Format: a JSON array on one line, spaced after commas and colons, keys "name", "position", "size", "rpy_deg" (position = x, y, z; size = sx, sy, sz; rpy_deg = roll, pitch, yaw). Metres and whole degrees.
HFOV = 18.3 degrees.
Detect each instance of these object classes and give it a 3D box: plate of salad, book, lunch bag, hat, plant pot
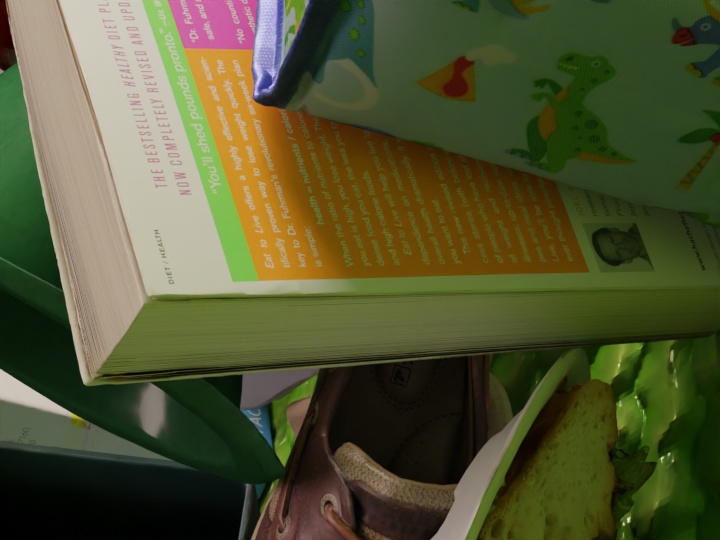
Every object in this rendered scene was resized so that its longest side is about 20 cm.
[{"name": "plate of salad", "position": [0.039, 0.120, 0.625], "size": [0.200, 0.048, 0.202], "rpy_deg": [18, -90, -77]}, {"name": "book", "position": [0.008, -0.043, 0.622], "size": [0.048, 0.198, 0.135], "rpy_deg": [-48, 51, 51]}, {"name": "lunch bag", "position": [0.070, -0.130, 0.606], "size": [0.128, 0.169, 0.201], "rpy_deg": [128, 152, -48]}, {"name": "hat", "position": [-0.062, -0.056, 0.679], "size": [0.177, 0.165, 0.200], "rpy_deg": [-61, -27, -14]}, {"name": "plant pot", "position": [-0.107, 0.164, 0.893], "size": [0.200, 0.140, 0.143], "rpy_deg": [74, -157, -70]}]

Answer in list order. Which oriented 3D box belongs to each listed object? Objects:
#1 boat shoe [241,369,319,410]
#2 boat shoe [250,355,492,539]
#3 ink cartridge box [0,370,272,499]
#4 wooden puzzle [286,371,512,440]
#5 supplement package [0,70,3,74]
[{"name": "boat shoe", "position": [0.000, 0.000, 0.848], "size": [0.199, 0.069, 0.057], "rpy_deg": [-21, 19, 47]}, {"name": "boat shoe", "position": [0.005, 0.075, 0.684], "size": [0.072, 0.072, 0.202], "rpy_deg": [107, 179, -72]}, {"name": "ink cartridge box", "position": [-0.146, 0.054, 1.032], "size": [0.116, 0.198, 0.068], "rpy_deg": [-103, 33, -52]}, {"name": "wooden puzzle", "position": [0.006, 0.142, 0.804], "size": [0.185, 0.037, 0.202], "rpy_deg": [159, 119, -67]}, {"name": "supplement package", "position": [-0.086, -0.111, 0.756], "size": [0.111, 0.200, 0.156], "rpy_deg": [-35, -14, -46]}]
